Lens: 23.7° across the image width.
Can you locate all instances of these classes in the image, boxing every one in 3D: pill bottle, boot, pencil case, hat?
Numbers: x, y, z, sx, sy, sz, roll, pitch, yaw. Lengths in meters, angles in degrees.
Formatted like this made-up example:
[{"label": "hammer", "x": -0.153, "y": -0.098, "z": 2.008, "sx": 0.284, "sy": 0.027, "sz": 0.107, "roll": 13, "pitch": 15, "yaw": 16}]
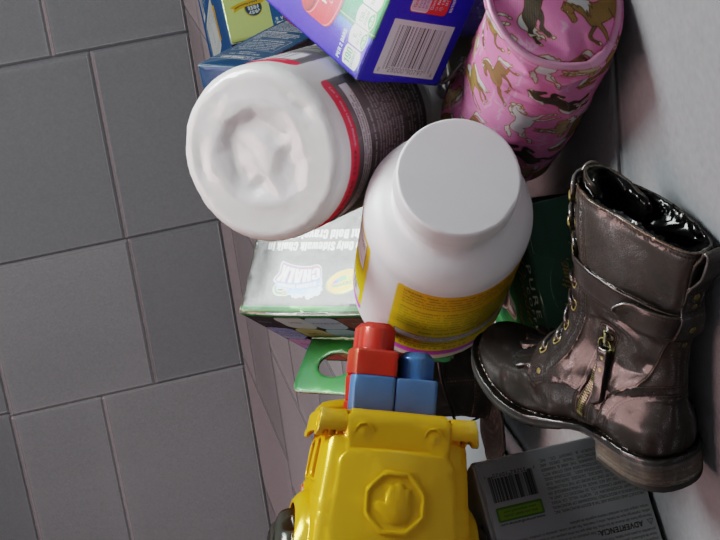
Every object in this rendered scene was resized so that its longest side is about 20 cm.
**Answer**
[{"label": "pill bottle", "x": -0.020, "y": -0.092, "z": 1.120, "sx": 0.200, "sy": 0.110, "sz": 0.111, "roll": -29, "pitch": -69, "yaw": -61}, {"label": "boot", "x": 0.136, "y": 0.017, "z": 0.990, "sx": 0.200, "sy": 0.069, "sz": 0.175, "roll": 29, "pitch": 134, "yaw": 46}, {"label": "pencil case", "x": 0.099, "y": -0.121, "z": 1.030, "sx": 0.200, "sy": 0.086, "sz": 0.083, "roll": 113, "pitch": 170, "yaw": -72}, {"label": "pill bottle", "x": 0.051, "y": -0.020, "z": 1.070, "sx": 0.200, "sy": 0.104, "sz": 0.105, "roll": 100, "pitch": 156, "yaw": -71}, {"label": "hat", "x": 0.064, "y": 0.069, "z": 1.385, "sx": 0.201, "sy": 0.080, "sz": 0.202, "roll": 171, "pitch": 90, "yaw": -89}]

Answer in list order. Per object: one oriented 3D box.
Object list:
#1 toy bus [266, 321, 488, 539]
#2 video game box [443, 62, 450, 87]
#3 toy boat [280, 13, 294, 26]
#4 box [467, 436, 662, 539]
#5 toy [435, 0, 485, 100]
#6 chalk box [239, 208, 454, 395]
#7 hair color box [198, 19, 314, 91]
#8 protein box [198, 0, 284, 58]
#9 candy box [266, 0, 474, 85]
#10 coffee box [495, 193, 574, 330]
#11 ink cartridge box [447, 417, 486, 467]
[{"label": "toy bus", "x": 0.009, "y": 0.133, "z": 1.108, "sx": 0.200, "sy": 0.135, "sz": 0.193, "roll": 130, "pitch": 144, "yaw": -80}, {"label": "video game box", "x": 0.030, "y": -0.239, "z": 1.293, "sx": 0.182, "sy": 0.047, "sz": 0.201, "roll": -105, "pitch": 6, "yaw": -75}, {"label": "toy boat", "x": -0.061, "y": -0.254, "z": 1.303, "sx": 0.200, "sy": 0.130, "sz": 0.131, "roll": -96, "pitch": -3, "yaw": -63}, {"label": "box", "x": 0.123, "y": 0.192, "z": 1.170, "sx": 0.200, "sy": 0.112, "sz": 0.102, "roll": 108, "pitch": 149, "yaw": -67}, {"label": "toy", "x": 0.069, "y": -0.216, "z": 1.155, "sx": 0.115, "sy": 0.047, "sz": 0.201, "roll": -3, "pitch": -91, "yaw": -82}, {"label": "chalk box", "x": 0.000, "y": 0.000, "z": 1.292, "sx": 0.124, "sy": 0.124, "sz": 0.201, "roll": 31, "pitch": -114, "yaw": -51}, {"label": "hair color box", "x": -0.036, "y": -0.152, "z": 1.385, "sx": 0.060, "sy": 0.200, "sz": 0.100, "roll": 8, "pitch": 120, "yaw": 37}, {"label": "protein box", "x": -0.093, "y": -0.300, "z": 1.732, "sx": 0.200, "sy": 0.134, "sz": 0.200, "roll": 125, "pitch": 133, "yaw": -77}, {"label": "candy box", "x": 0.000, "y": -0.239, "z": 1.093, "sx": 0.200, "sy": 0.077, "sz": 0.170, "roll": 46, "pitch": 122, "yaw": 41}, {"label": "coffee box", "x": 0.117, "y": 0.012, "z": 1.191, "sx": 0.200, "sy": 0.044, "sz": 0.124, "roll": 172, "pitch": 85, "yaw": -80}, {"label": "ink cartridge box", "x": 0.086, "y": 0.231, "z": 1.508, "sx": 0.145, "sy": 0.083, "sz": 0.201, "roll": -117, "pitch": 18, "yaw": -57}]
